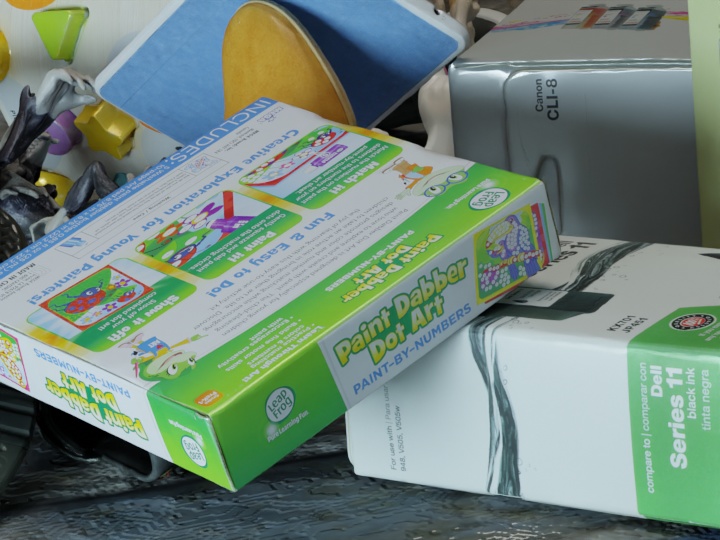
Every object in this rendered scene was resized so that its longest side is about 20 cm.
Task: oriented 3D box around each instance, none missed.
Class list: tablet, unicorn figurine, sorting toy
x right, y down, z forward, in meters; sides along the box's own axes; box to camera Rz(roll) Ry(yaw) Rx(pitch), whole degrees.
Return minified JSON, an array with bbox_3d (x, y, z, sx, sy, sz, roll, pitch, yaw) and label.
[{"bbox_3d":[-0.045,-0.110,1.508,0.200,0.130,0.014,-38,27,51],"label":"tablet"},{"bbox_3d":[0.057,-0.099,1.666,0.074,0.137,0.200,-5,-3,43],"label":"unicorn figurine"},{"bbox_3d":[-0.130,-0.106,1.734,0.180,0.200,0.107,9,44,44],"label":"sorting toy"}]

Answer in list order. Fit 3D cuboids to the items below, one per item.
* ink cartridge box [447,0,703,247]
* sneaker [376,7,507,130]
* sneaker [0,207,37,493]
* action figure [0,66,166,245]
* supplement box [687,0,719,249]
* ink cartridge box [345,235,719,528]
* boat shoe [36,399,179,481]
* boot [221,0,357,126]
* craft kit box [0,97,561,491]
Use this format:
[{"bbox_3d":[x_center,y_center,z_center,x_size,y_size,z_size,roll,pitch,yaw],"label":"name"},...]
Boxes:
[{"bbox_3d":[0.144,-0.066,1.537,0.145,0.145,0.200,0,18,19],"label":"ink cartridge box"},{"bbox_3d":[0.017,-0.117,1.867,0.200,0.071,0.099,-11,11,46],"label":"sneaker"},{"bbox_3d":[-0.208,0.064,1.353,0.076,0.114,0.199,21,38,-25],"label":"sneaker"},{"bbox_3d":[-0.157,-0.045,1.628,0.200,0.119,0.102,20,71,46],"label":"action figure"},{"bbox_3d":[0.269,-0.053,1.355,0.134,0.200,0.200,-14,19,-28],"label":"supplement box"},{"bbox_3d":[0.110,0.044,1.284,0.200,0.083,0.147,5,19,34],"label":"ink cartridge box"},{"bbox_3d":[-0.128,0.050,1.356,0.063,0.074,0.201,-28,23,-28],"label":"boat shoe"},{"bbox_3d":[-0.068,-0.033,1.412,0.144,0.201,0.071,-13,-8,-40],"label":"boot"},{"bbox_3d":[-0.049,0.003,1.276,0.200,0.049,0.197,-35,32,-28],"label":"craft kit box"}]
